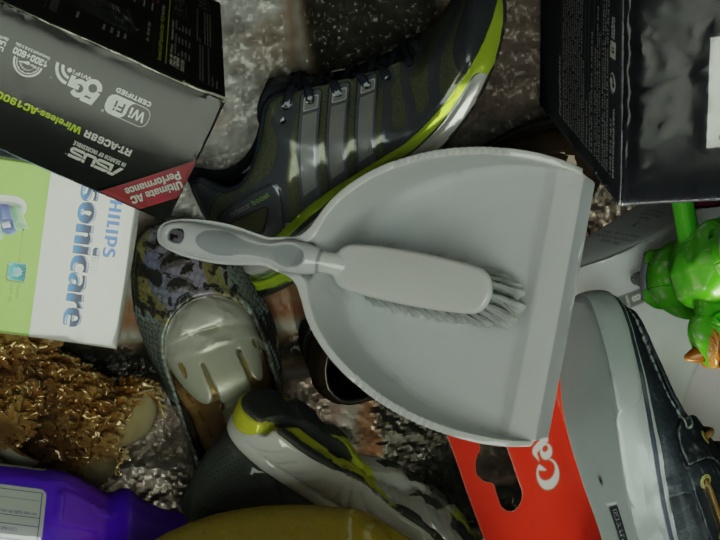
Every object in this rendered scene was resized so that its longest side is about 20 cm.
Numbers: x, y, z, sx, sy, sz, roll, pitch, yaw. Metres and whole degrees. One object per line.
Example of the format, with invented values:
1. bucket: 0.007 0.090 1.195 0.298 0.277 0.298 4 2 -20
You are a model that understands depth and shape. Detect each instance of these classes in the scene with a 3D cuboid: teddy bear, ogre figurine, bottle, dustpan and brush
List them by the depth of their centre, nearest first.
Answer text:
1. ogre figurine: 0.204 -0.002 0.875 0.119 0.200 0.099 2 101 -10
2. dustpan and brush: 0.000 0.000 0.893 0.199 0.057 0.140 10 89 21
3. bottle: -0.175 0.139 0.959 0.199 0.066 0.084 10 143 -14
4. teddy bear: -0.199 0.060 0.960 0.199 0.067 0.145 9 143 -12

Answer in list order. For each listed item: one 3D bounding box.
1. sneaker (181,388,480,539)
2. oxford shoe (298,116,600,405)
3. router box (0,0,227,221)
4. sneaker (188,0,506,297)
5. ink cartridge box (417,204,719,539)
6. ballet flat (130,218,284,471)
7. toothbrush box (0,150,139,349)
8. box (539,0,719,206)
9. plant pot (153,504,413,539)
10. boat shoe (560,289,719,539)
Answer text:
1. sneaker: -0.008 0.140 0.960 0.200 0.075 0.085 39 105 -21
2. oxford shoe: 0.054 0.002 0.963 0.073 0.084 0.200 42 99 -15
3. router box: -0.141 -0.106 0.842 0.149 0.200 0.062 24 106 -13
4. sneaker: -0.006 -0.078 0.936 0.081 0.074 0.200 42 99 -14
5. ink cartridge box: 0.142 0.064 0.966 0.200 0.057 0.163 -32 113 -29
6. ballet flat: -0.066 0.069 0.982 0.072 0.072 0.201 -16 110 1
7. toothbrush box: -0.207 -0.032 0.889 0.199 0.146 0.086 9 101 -7
8. box: 0.170 -0.108 0.872 0.147 0.200 0.105 -3 109 -5
9. plant pot: -0.025 0.222 0.865 0.194 0.196 0.200 34 122 -28
10. boat shoe: 0.162 0.102 0.913 0.090 0.071 0.201 -12 86 -16
